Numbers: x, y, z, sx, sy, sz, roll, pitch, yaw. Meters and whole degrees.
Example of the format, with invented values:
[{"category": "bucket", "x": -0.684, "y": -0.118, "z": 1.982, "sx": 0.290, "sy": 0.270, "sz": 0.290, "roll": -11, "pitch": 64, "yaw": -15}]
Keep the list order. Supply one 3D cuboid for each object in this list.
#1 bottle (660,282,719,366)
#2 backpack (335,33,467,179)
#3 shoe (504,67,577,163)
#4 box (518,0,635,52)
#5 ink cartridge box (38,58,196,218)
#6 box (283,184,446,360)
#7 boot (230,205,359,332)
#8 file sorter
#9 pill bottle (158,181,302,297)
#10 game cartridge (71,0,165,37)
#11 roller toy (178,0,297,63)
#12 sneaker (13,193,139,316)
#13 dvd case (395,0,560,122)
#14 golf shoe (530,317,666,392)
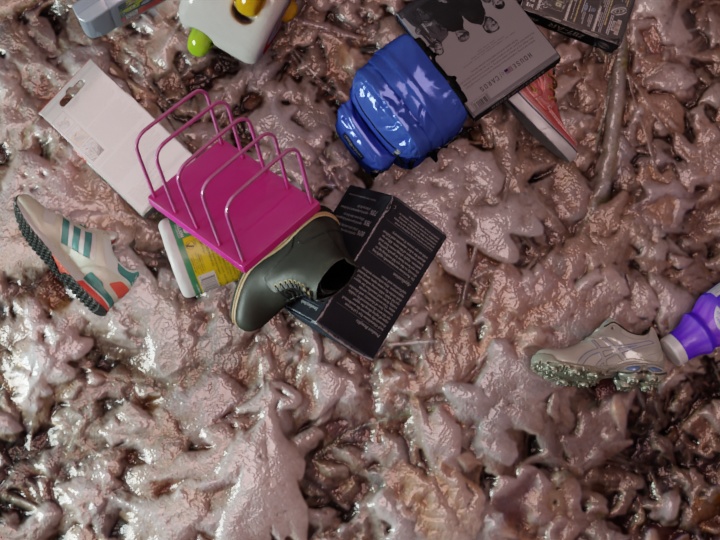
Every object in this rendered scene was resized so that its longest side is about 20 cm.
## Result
[{"category": "bottle", "x": 0.523, "y": 0.063, "z": 1.754, "sx": 0.199, "sy": 0.065, "sz": 0.084, "roll": -33, "pitch": 92, "yaw": -6}, {"category": "backpack", "x": 0.056, "y": -0.213, "z": 1.651, "sx": 0.168, "sy": 0.200, "sz": 0.163, "roll": -44, "pitch": 93, "yaw": -6}, {"category": "shoe", "x": 0.257, "y": -0.253, "z": 1.737, "sx": 0.091, "sy": 0.071, "sz": 0.200, "roll": -44, "pitch": 88, "yaw": 0}, {"category": "box", "x": 0.328, "y": -0.439, "z": 1.768, "sx": 0.158, "sy": 0.044, "sz": 0.202, "roll": 18, "pitch": 86, "yaw": -5}, {"category": "ink cartridge box", "x": -0.333, "y": -0.181, "z": 1.685, "sx": 0.200, "sy": 0.050, "sz": 0.109, "roll": 44, "pitch": 84, "yaw": -2}, {"category": "box", "x": 0.000, "y": 0.000, "z": 1.651, "sx": 0.104, "sy": 0.148, "sz": 0.201, "roll": 34, "pitch": 86, "yaw": -25}, {"category": "boot", "x": -0.089, "y": 0.024, "z": 1.582, "sx": 0.077, "sy": 0.139, "sz": 0.201, "roll": 27, "pitch": 108, "yaw": -31}, {"category": "file sorter", "x": -0.176, "y": -0.125, "z": 1.573, "sx": 0.199, "sy": 0.126, "sz": 0.139, "roll": 34, "pitch": 63, "yaw": 32}, {"category": "pill bottle", "x": -0.165, "y": -0.048, "z": 1.664, "sx": 0.198, "sy": 0.113, "sz": 0.114, "roll": -20, "pitch": 90, "yaw": -6}, {"category": "game cartridge", "x": -0.293, "y": -0.384, "z": 1.656, "sx": 0.199, "sy": 0.133, "sz": 0.041, "roll": -31, "pitch": 90, "yaw": -6}, {"category": "roller toy", "x": -0.146, "y": -0.381, "z": 1.644, "sx": 0.139, "sy": 0.200, "sz": 0.184, "roll": 30, "pitch": 57, "yaw": -5}, {"category": "sneaker", "x": -0.386, "y": -0.038, "z": 1.673, "sx": 0.093, "sy": 0.070, "sz": 0.200, "roll": -42, "pitch": 90, "yaw": -24}, {"category": "dvd case", "x": 0.164, "y": -0.327, "z": 1.716, "sx": 0.149, "sy": 0.025, "sz": 0.201, "roll": -34, "pitch": 72, "yaw": 0}, {"category": "golf shoe", "x": 0.336, "y": 0.116, "z": 1.740, "sx": 0.197, "sy": 0.078, "sz": 0.099, "roll": 6, "pitch": 70, "yaw": -11}]
